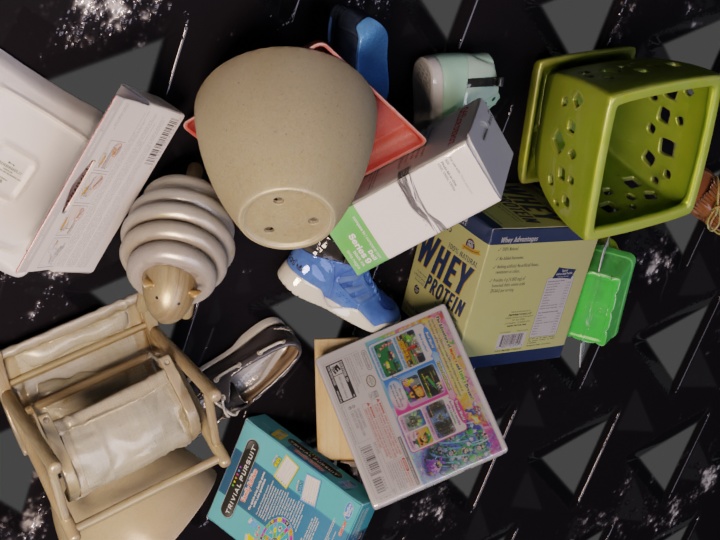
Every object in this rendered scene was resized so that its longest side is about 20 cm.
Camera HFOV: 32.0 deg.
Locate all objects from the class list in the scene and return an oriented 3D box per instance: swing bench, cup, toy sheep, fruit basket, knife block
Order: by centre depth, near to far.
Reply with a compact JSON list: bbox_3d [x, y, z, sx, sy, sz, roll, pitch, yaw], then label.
[{"bbox_3d":[-0.077,-0.109,1.307,0.196,0.145,0.202,-2,146,-2],"label":"cup"},{"bbox_3d":[-0.196,-0.033,1.347,0.135,0.203,0.139,0,146,0],"label":"toy sheep"},{"bbox_3d":[-0.275,0.150,1.375,0.197,0.200,0.131,-23,137,-22],"label":"swing bench"},{"bbox_3d":[-0.021,0.211,1.614,0.063,0.177,0.202,-3,131,15],"label":"knife block"},{"bbox_3d":[0.330,0.009,1.776,0.092,0.201,0.188,11,119,5],"label":"fruit basket"}]

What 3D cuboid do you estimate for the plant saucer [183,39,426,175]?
[{"bbox_3d":[-0.060,-0.164,1.386,0.198,0.037,0.199,-24,140,28],"label":"plant saucer"}]

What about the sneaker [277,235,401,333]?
[{"bbox_3d":[0.000,0.001,1.562,0.198,0.077,0.112,26,109,-36],"label":"sneaker"}]

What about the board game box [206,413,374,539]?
[{"bbox_3d":[-0.088,0.302,1.597,0.047,0.199,0.153,-4,122,-58],"label":"board game box"}]

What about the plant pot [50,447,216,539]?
[{"bbox_3d":[-0.283,0.263,1.461,0.200,0.200,0.135,-45,98,-4],"label":"plant pot"}]

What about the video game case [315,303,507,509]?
[{"bbox_3d":[0.062,0.167,1.553,0.180,0.202,0.024,-22,163,-4],"label":"video game case"}]

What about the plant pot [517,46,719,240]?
[{"bbox_3d":[0.320,-0.179,1.618,0.196,0.181,0.203,-14,124,-30],"label":"plant pot"}]

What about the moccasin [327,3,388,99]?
[{"bbox_3d":[-0.008,-0.224,1.420,0.080,0.068,0.201,-36,156,-30],"label":"moccasin"}]

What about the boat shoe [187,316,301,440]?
[{"bbox_3d":[-0.156,0.144,1.546,0.199,0.060,0.074,-40,134,-10],"label":"boat shoe"}]

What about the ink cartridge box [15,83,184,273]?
[{"bbox_3d":[-0.273,-0.092,1.265,0.202,0.044,0.176,-58,169,7],"label":"ink cartridge box"}]

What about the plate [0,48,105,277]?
[{"bbox_3d":[-0.361,-0.104,1.263,0.199,0.032,0.201,31,96,-44],"label":"plate"}]

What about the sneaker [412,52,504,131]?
[{"bbox_3d":[0.123,-0.171,1.548,0.117,0.074,0.203,-13,122,-26],"label":"sneaker"}]

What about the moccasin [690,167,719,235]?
[{"bbox_3d":[0.535,-0.097,1.898,0.074,0.078,0.201,-50,134,0],"label":"moccasin"}]

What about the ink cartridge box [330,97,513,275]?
[{"bbox_3d":[0.068,-0.098,1.441,0.198,0.146,0.085,-27,108,24],"label":"ink cartridge box"}]

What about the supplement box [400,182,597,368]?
[{"bbox_3d":[0.183,0.003,1.659,0.197,0.134,0.203,-4,119,-35],"label":"supplement box"}]
